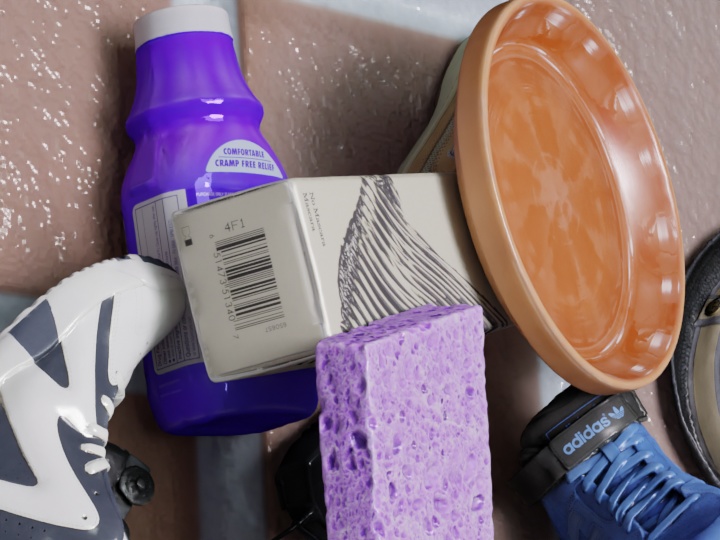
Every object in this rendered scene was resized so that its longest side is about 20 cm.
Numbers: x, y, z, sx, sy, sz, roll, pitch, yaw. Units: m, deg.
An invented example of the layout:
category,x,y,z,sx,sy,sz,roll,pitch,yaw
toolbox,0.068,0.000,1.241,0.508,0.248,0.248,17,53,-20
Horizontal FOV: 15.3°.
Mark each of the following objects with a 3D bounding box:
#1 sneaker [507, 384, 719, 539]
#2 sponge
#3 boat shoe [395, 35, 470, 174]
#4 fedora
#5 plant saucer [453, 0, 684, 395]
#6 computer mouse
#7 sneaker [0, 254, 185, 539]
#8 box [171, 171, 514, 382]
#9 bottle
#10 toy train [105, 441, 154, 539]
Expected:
category,x,y,z,sx,sy,sz,roll,pitch,yaw
sneaker,0.128,0.108,1.312,0.077,0.200,0.111,-34,93,-6
sponge,0.023,0.120,1.159,0.111,0.030,0.201,-14,102,-61
boat shoe,0.065,-0.051,1.378,0.072,0.076,0.201,32,58,-29
fedora,0.264,0.052,1.495,0.200,0.091,0.201,14,67,-36
plant saucer,0.100,-0.036,1.320,0.200,0.032,0.201,34,48,-49
computer mouse,-0.040,0.122,1.269,0.200,0.034,0.059,-40,118,-35
sneaker,-0.122,0.086,1.149,0.130,0.080,0.199,47,49,11
box,0.000,0.000,1.233,0.200,0.068,0.082,-9,84,-61
bottle,-0.071,-0.024,1.264,0.083,0.065,0.201,5,72,-45
toy train,-0.148,0.154,1.162,0.046,0.034,0.200,40,53,-18
